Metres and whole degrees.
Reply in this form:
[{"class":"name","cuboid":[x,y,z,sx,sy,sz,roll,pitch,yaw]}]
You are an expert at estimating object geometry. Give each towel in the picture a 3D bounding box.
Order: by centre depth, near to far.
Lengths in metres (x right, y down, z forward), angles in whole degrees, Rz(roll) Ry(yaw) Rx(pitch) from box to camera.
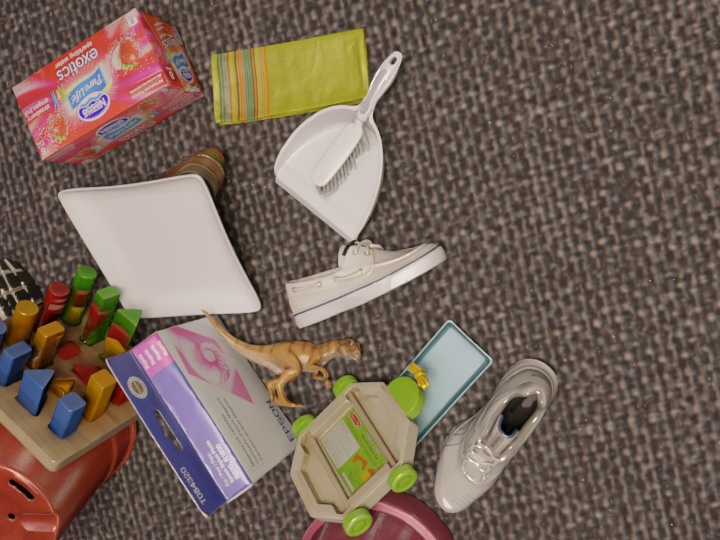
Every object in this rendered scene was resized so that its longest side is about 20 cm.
[{"class":"towel","cuboid":[-0.086,-0.229,0.900,0.197,0.018,0.087,-5,94,17]}]

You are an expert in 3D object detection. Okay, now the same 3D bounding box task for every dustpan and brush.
[{"class":"dustpan and brush","cuboid":[-0.008,-0.153,0.856,0.139,0.057,0.201,38,97,19]}]

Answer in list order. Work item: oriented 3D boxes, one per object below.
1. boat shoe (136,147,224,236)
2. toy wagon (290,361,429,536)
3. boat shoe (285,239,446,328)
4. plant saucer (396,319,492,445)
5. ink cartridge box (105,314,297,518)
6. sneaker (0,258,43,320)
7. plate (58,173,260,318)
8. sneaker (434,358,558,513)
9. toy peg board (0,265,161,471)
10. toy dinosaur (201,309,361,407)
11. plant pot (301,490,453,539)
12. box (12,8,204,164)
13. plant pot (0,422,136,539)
[{"class":"boat shoe","cuboid":[-0.233,-0.080,0.933,0.199,0.068,0.072,-27,122,32]},{"class":"toy wagon","cuboid":[0.008,0.188,0.849,0.200,0.040,0.155,-44,45,6]},{"class":"boat shoe","cuboid":[0.000,0.000,0.869,0.198,0.071,0.071,-24,90,24]},{"class":"plant saucer","cuboid":[0.066,0.152,0.885,0.070,0.019,0.201,42,104,10]},{"class":"ink cartridge box","cuboid":[-0.167,0.152,0.860,0.043,0.200,0.197,-36,85,16]},{"class":"sneaker","cuboid":[-0.467,0.085,1.013,0.084,0.077,0.203,-22,88,22]},{"class":"plate","cuboid":[-0.233,-0.028,0.908,0.197,0.033,0.202,-4,128,20]},{"class":"sneaker","cuboid":[0.139,0.185,0.829,0.074,0.087,0.201,33,104,10]},{"class":"toy peg board","cuboid":[-0.341,0.094,0.895,0.199,0.199,0.098,38,119,13]},{"class":"toy dinosaur","cuboid":[-0.095,0.110,0.918,0.197,0.060,0.108,3,81,7]},{"class":"plant pot","cuboid":[0.003,0.364,0.837,0.197,0.179,0.203,1,94,17]},{"class":"box","cuboid":[-0.306,-0.219,0.927,0.198,0.095,0.101,-24,88,17]},{"class":"plant pot","cuboid":[-0.396,0.233,0.907,0.197,0.196,0.204,1,111,2]}]
